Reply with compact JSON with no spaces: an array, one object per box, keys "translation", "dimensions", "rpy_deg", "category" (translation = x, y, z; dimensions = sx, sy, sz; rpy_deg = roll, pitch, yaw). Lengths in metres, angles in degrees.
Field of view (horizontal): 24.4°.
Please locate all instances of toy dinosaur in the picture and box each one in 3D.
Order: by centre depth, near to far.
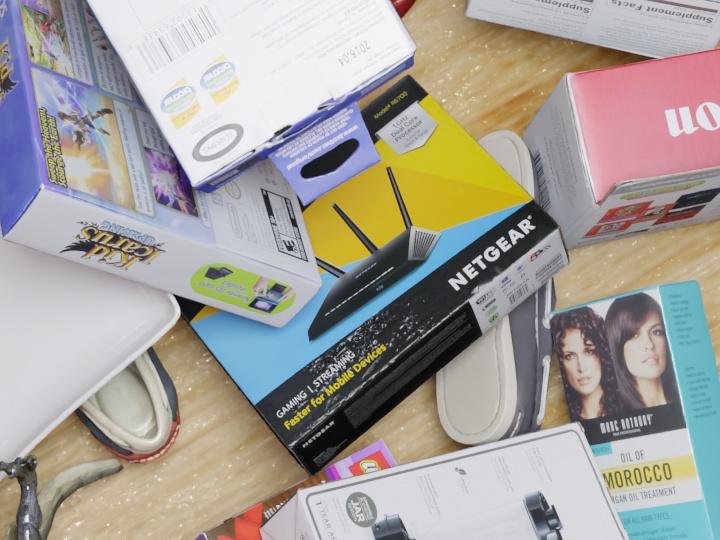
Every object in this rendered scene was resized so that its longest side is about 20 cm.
[{"translation":[-0.192,0.151,0.905],"dimensions":[0.047,0.089,0.201],"rpy_deg":[2,43,24],"category":"toy dinosaur"}]

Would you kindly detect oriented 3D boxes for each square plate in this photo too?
[{"translation":[-0.215,0.009,0.958],"dimensions":[0.198,0.028,0.201],"rpy_deg":[-41,71,16],"category":"square plate"}]

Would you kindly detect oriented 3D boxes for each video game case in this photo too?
[{"translation":[-0.123,-0.076,0.932],"dimensions":[0.180,0.045,0.201],"rpy_deg":[21,37,-37],"category":"video game case"}]

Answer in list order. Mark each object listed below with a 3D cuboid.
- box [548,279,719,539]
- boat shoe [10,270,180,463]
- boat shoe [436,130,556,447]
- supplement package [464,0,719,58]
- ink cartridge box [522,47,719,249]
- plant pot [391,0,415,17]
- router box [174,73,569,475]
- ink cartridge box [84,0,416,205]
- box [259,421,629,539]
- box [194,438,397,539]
[{"translation":[0.176,0.113,0.988],"dimensions":[0.049,0.082,0.202],"rpy_deg":[-5,81,-49],"category":"box"},{"translation":[-0.175,0.028,0.990],"dimensions":[0.071,0.063,0.201],"rpy_deg":[-35,83,-8],"category":"boat shoe"},{"translation":[0.087,0.015,1.030],"dimensions":[0.072,0.063,0.202],"rpy_deg":[-10,67,37],"category":"boat shoe"},{"translation":[0.158,-0.247,1.016],"dimensions":[0.154,0.111,0.201],"rpy_deg":[11,58,-3],"category":"supplement package"},{"translation":[0.214,-0.083,0.990],"dimensions":[0.198,0.176,0.085],"rpy_deg":[-11,81,-8],"category":"ink cartridge box"},{"translation":[-0.034,-0.246,0.996],"dimensions":[0.198,0.183,0.202],"rpy_deg":[1,79,-8],"category":"plant pot"},{"translation":[0.000,0.000,0.983],"dimensions":[0.200,0.051,0.149],"rpy_deg":[-39,60,-6],"category":"router box"},{"translation":[-0.061,-0.132,0.859],"dimensions":[0.136,0.076,0.201],"rpy_deg":[-30,90,2],"category":"ink cartridge box"},{"translation":[0.056,0.165,0.938],"dimensions":[0.199,0.060,0.117],"rpy_deg":[-11,67,-32],"category":"box"},{"translation":[0.006,0.212,0.948],"dimensions":[0.136,0.039,0.201],"rpy_deg":[-24,75,-35],"category":"box"}]
